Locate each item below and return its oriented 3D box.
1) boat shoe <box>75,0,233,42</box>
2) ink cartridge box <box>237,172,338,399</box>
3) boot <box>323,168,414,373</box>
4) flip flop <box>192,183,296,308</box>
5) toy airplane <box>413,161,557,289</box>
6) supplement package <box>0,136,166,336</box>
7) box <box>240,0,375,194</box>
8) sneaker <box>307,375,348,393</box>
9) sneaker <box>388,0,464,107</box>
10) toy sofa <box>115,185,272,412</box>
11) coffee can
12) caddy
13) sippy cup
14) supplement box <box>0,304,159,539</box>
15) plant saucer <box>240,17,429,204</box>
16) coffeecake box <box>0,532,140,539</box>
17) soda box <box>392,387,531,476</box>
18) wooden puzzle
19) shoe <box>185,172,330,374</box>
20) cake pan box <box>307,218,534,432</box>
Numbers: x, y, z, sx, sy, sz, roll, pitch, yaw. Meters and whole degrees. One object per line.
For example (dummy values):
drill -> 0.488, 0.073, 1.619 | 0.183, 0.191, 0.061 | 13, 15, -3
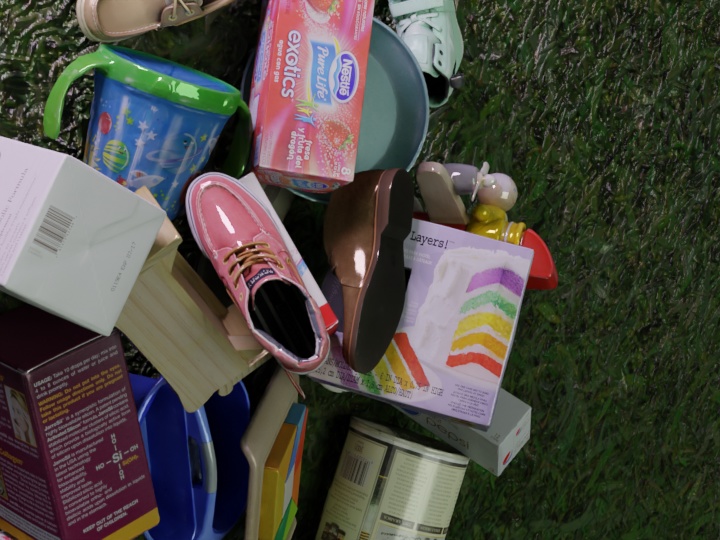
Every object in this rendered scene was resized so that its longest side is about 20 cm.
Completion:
boat shoe -> -0.167, -0.264, 1.225 | 0.199, 0.066, 0.075 | -35, 123, -32
ink cartridge box -> -0.078, 0.018, 1.260 | 0.067, 0.116, 0.201 | -30, 86, -5
boot -> 0.000, 0.000, 1.302 | 0.074, 0.075, 0.202 | 29, 67, -59
flip flop -> -0.107, -0.028, 1.355 | 0.081, 0.057, 0.201 | 36, 76, -43
toy airplane -> 0.115, -0.050, 1.469 | 0.199, 0.200, 0.142 | 38, 78, -13
supplement package -> -0.274, -0.037, 1.094 | 0.109, 0.199, 0.115 | 32, 79, -43
box -> -0.052, -0.183, 1.285 | 0.094, 0.103, 0.202 | 8, 83, -16
sneaker -> -0.047, 0.060, 1.395 | 0.073, 0.070, 0.200 | -53, 146, -15
sneaker -> 0.063, -0.270, 1.407 | 0.119, 0.073, 0.201 | -79, 151, -48
toy sofa -> -0.169, 0.030, 1.188 | 0.097, 0.083, 0.200 | -37, 137, -2
coffee can -> 0.028, 0.283, 1.508 | 0.146, 0.146, 0.202 | 19, 88, -45
caddy -> -0.175, 0.179, 1.314 | 0.141, 0.104, 0.202 | -19, 114, -40
sippy cup -> -0.190, -0.121, 1.209 | 0.176, 0.140, 0.131 | 20, 101, -3
supplement box -> -0.272, 0.145, 1.198 | 0.103, 0.130, 0.202 | -26, 119, -38
plant saucer -> -0.029, -0.165, 1.361 | 0.198, 0.036, 0.202 | 1, 86, -16
coffeecake box -> -0.237, 0.305, 1.225 | 0.153, 0.199, 0.074 | 6, 99, -43
soda box -> 0.092, 0.139, 1.488 | 0.064, 0.199, 0.068 | -45, 152, -26
wooden puzzle -> -0.086, 0.223, 1.377 | 0.185, 0.037, 0.202 | -65, 159, -64
shoe -> -0.087, -0.002, 1.155 | 0.071, 0.091, 0.201 | -30, 87, -6
cake pan box -> 0.058, 0.044, 1.337 | 0.052, 0.198, 0.186 | 68, 39, -77
